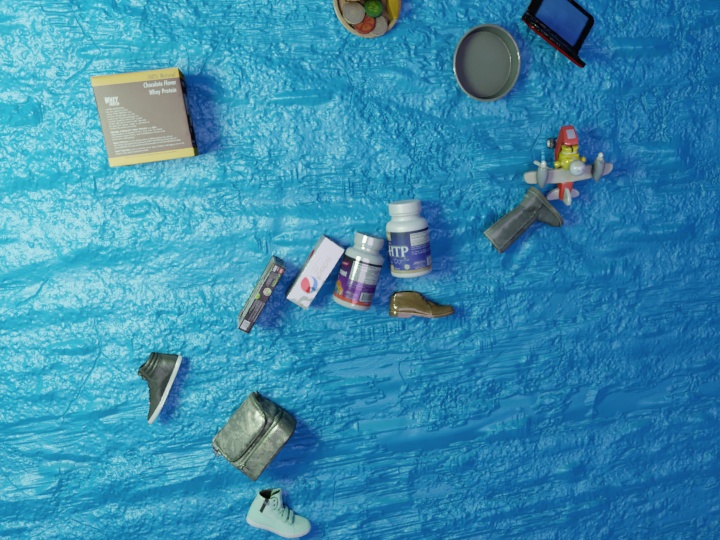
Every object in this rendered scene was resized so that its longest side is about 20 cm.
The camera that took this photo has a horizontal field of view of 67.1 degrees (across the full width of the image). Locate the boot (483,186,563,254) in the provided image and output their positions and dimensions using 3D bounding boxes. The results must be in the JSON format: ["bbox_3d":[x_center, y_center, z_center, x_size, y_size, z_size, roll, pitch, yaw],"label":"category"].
[{"bbox_3d":[0.482,-0.125,1.603,0.181,0.073,0.200,38,93,-22],"label":"boot"}]

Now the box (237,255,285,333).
[{"bbox_3d":[-0.268,0.062,1.462,0.035,0.110,0.201,29,95,-16],"label":"box"}]

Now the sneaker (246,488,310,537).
[{"bbox_3d":[-0.230,0.721,1.626,0.199,0.074,0.119,18,104,-12],"label":"sneaker"}]

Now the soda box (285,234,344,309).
[{"bbox_3d":[-0.128,0.004,1.504,0.068,0.064,0.201,32,94,-16],"label":"soda box"}]

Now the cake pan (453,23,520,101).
[{"bbox_3d":[0.344,-0.568,1.496,0.198,0.037,0.203,-2,102,-11],"label":"cake pan"}]

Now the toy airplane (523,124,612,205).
[{"bbox_3d":[0.596,-0.284,1.555,0.199,0.141,0.200,38,99,-13],"label":"toy airplane"}]

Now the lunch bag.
[{"bbox_3d":[-0.301,0.462,1.533,0.167,0.139,0.200,40,91,-1],"label":"lunch bag"}]

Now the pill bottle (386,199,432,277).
[{"bbox_3d":[0.133,-0.091,1.510,0.118,0.120,0.202,-10,103,-10],"label":"pill bottle"}]

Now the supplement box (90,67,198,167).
[{"bbox_3d":[-0.510,-0.365,1.307,0.195,0.133,0.202,-10,104,-10],"label":"supplement box"}]

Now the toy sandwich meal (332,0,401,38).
[{"bbox_3d":[0.022,-0.703,1.381,0.203,0.070,0.208,-2,102,-11],"label":"toy sandwich meal"}]

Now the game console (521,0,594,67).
[{"bbox_3d":[0.555,-0.675,1.482,0.199,0.173,0.119,29,121,-16],"label":"game console"}]

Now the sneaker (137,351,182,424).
[{"bbox_3d":[-0.565,0.311,1.476,0.098,0.071,0.202,22,91,-14],"label":"sneaker"}]

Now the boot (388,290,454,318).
[{"bbox_3d":[0.183,0.099,1.591,0.198,0.074,0.076,2,91,-10],"label":"boot"}]

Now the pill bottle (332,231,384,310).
[{"bbox_3d":[0.000,0.000,1.505,0.110,0.111,0.202,14,98,-14],"label":"pill bottle"}]
